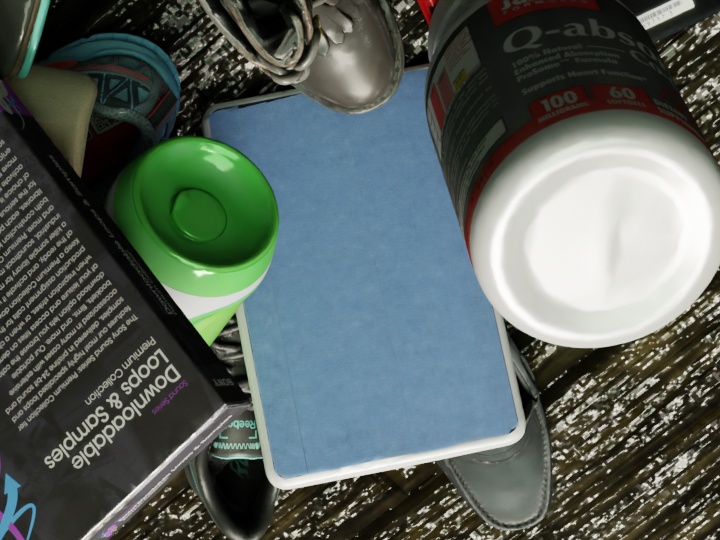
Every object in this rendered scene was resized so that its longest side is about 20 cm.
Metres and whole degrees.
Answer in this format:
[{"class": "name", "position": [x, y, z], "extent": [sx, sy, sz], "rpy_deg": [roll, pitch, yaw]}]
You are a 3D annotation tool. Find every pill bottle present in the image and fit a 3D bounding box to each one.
[{"class": "pill bottle", "position": [0.091, -0.064, 1.014], "extent": [0.115, 0.201, 0.117], "rpy_deg": [-4, 123, -7]}]

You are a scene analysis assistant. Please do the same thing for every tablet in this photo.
[{"class": "tablet", "position": [0.000, 0.000, 1.090], "extent": [0.129, 0.014, 0.202], "rpy_deg": [-11, 73, -2]}]

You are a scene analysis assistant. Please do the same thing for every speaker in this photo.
[{"class": "speaker", "position": [-0.108, 0.017, 1.075], "extent": [0.088, 0.089, 0.200], "rpy_deg": [19, 144, -16]}]

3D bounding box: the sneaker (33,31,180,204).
[{"class": "sneaker", "position": [-0.178, -0.043, 1.075], "extent": [0.199, 0.096, 0.079], "rpy_deg": [-34, 116, 10]}]

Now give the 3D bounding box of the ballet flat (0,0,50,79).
[{"class": "ballet flat", "position": [-0.155, -0.190, 1.003], "extent": [0.068, 0.068, 0.202], "rpy_deg": [18, 91, -18]}]

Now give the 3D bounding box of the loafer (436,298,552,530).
[{"class": "loafer", "position": [0.063, 0.074, 1.170], "extent": [0.068, 0.071, 0.202], "rpy_deg": [-19, 130, 2]}]

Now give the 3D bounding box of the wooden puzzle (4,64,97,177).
[{"class": "wooden puzzle", "position": [-0.223, -0.007, 1.033], "extent": [0.183, 0.037, 0.202], "rpy_deg": [10, 88, 21]}]

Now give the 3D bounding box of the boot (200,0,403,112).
[{"class": "boot", "position": [-0.040, -0.124, 0.997], "extent": [0.069, 0.174, 0.200], "rpy_deg": [-33, 116, 10]}]

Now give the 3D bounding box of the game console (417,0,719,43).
[{"class": "game console", "position": [0.112, -0.186, 1.080], "extent": [0.199, 0.031, 0.178], "rpy_deg": [-25, 122, 6]}]

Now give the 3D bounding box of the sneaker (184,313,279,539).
[{"class": "sneaker", "position": [-0.058, 0.050, 1.149], "extent": [0.075, 0.079, 0.202], "rpy_deg": [-3, 116, -5]}]

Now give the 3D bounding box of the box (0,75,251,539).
[{"class": "box", "position": [-0.159, 0.029, 0.974], "extent": [0.143, 0.036, 0.200], "rpy_deg": [-42, 74, 16]}]
